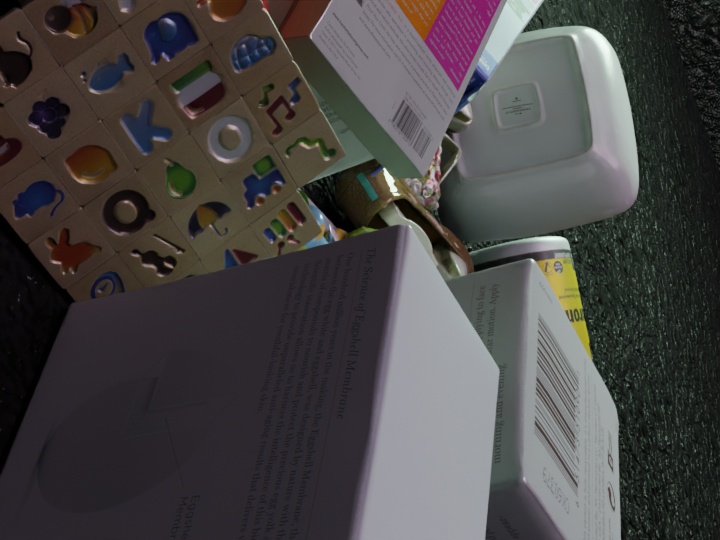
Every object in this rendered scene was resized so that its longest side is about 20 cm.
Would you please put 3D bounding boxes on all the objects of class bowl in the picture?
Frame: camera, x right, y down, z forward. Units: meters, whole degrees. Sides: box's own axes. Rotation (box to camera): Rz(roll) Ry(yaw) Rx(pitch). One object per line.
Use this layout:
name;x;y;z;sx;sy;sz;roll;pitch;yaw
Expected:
bowl;0.152;-0.138;1.042;0.075;0.199;0.201;45;38;-63

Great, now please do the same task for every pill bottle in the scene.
pill bottle;0.169;0.074;1.083;0.111;0.111;0.201;3;76;-64

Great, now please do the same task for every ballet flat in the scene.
ballet flat;0.049;-0.017;0.916;0.200;0.068;0.072;50;4;-45
ballet flat;0.065;-0.127;0.989;0.064;0.076;0.201;27;60;-10

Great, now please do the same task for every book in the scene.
book;0.038;-0.178;0.702;0.134;0.048;0.200;45;61;-39

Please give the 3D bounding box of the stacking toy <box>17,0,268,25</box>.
stacking toy;-0.104;-0.118;0.646;0.200;0.145;0.146;78;17;-46

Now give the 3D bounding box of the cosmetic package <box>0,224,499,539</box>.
cosmetic package;-0.052;0.107;0.507;0.123;0.199;0.200;53;35;-39

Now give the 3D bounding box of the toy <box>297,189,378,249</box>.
toy;0.000;0.000;0.821;0.200;0.047;0.115;41;31;-49

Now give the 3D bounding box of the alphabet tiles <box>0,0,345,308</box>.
alphabet tiles;-0.102;-0.062;0.563;0.006;0.166;0.200;46;-10;51

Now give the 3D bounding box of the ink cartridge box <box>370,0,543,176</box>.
ink cartridge box;0.071;-0.164;0.874;0.042;0.119;0.200;45;45;-14

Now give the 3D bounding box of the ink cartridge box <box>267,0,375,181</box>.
ink cartridge box;-0.051;-0.176;0.750;0.145;0.084;0.200;-88;155;-63

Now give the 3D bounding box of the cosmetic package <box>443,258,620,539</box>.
cosmetic package;0.044;0.124;0.698;0.165;0.199;0.165;54;33;-37
